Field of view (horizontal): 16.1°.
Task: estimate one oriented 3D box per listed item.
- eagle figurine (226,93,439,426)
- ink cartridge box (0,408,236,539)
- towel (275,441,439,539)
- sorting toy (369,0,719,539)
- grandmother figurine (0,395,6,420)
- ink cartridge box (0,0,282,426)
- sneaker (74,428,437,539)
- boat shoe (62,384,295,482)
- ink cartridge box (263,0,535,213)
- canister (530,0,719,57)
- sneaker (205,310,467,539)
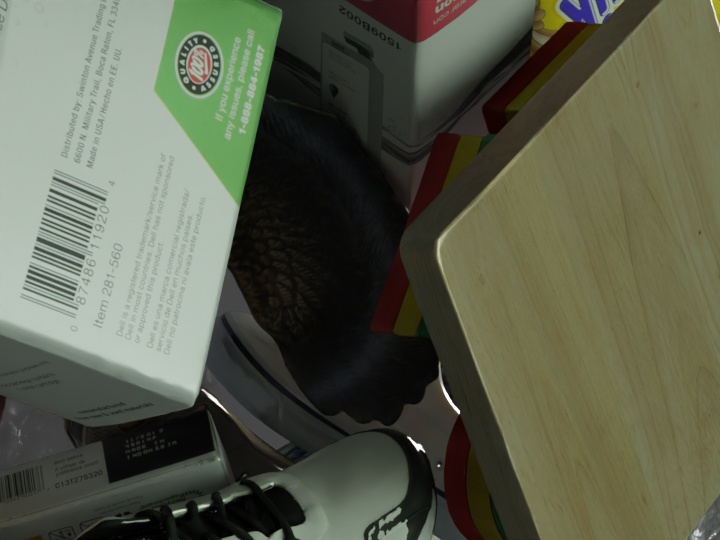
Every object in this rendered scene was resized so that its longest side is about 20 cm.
[{"bbox_3d":[-0.065,-0.027,1.042,0.200,0.151,0.152,31,37,-49],"label":"eagle figurine"},{"bbox_3d":[-0.081,0.147,1.055,0.037,0.094,0.201,-108,-178,-50],"label":"ink cartridge box"},{"bbox_3d":[0.010,0.129,1.238,0.199,0.024,0.148,-25,125,-34],"label":"towel"},{"bbox_3d":[0.086,0.013,1.020,0.199,0.069,0.201,-46,127,-37],"label":"sorting toy"},{"bbox_3d":[-0.154,0.052,0.943,0.121,0.060,0.201,132,-32,-67],"label":"grandmother figurine"},{"bbox_3d":[-0.139,-0.050,0.832,0.199,0.084,0.147,23,69,-29],"label":"ink cartridge box"},{"bbox_3d":[-0.056,0.116,0.955,0.200,0.074,0.080,-33,131,-20],"label":"sneaker"},{"bbox_3d":[-0.060,0.096,1.102,0.074,0.073,0.200,-42,131,-7],"label":"boat shoe"},{"bbox_3d":[-0.007,-0.116,1.030,0.083,0.146,0.200,-44,158,-26],"label":"ink cartridge box"},{"bbox_3d":[0.091,-0.173,1.078,0.148,0.087,0.200,-34,137,-8],"label":"canister"},{"bbox_3d":[0.017,0.060,1.137,0.071,0.200,0.073,-62,154,7],"label":"sneaker"}]
